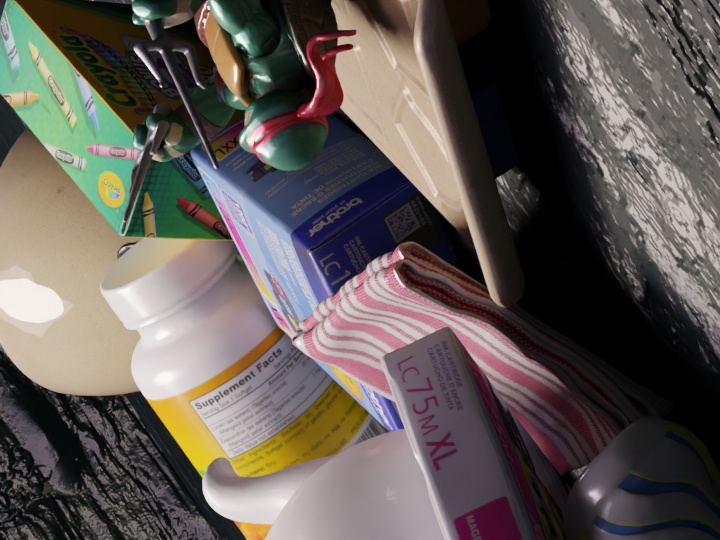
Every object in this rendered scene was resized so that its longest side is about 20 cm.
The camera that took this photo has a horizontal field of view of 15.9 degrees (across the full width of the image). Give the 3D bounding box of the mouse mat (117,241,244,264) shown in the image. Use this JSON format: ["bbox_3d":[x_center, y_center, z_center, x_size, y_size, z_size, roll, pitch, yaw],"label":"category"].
[{"bbox_3d":[-0.049,0.050,1.607,0.008,0.160,0.201,-72,-32,-42],"label":"mouse mat"}]

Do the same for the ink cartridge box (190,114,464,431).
[{"bbox_3d":[0.000,0.000,1.370,0.200,0.076,0.137,37,157,57],"label":"ink cartridge box"}]

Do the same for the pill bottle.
[{"bbox_3d":[-0.066,0.066,1.532,0.200,0.111,0.111,56,170,-17],"label":"pill bottle"}]

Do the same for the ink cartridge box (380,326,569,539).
[{"bbox_3d":[0.074,0.120,1.132,0.200,0.042,0.120,56,-168,-55],"label":"ink cartridge box"}]

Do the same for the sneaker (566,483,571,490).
[{"bbox_3d":[0.060,0.124,1.463,0.072,0.072,0.200,58,171,-16],"label":"sneaker"}]

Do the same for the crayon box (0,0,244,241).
[{"bbox_3d":[-0.125,-0.091,1.514,0.200,0.118,0.059,46,125,44],"label":"crayon box"}]

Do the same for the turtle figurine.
[{"bbox_3d":[-0.060,-0.101,1.060,0.150,0.100,0.201,103,155,-56],"label":"turtle figurine"}]

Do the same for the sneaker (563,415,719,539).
[{"bbox_3d":[0.155,0.134,1.098,0.105,0.076,0.200,38,173,30],"label":"sneaker"}]

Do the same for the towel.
[{"bbox_3d":[0.049,0.052,1.198,0.146,0.030,0.200,32,162,-7],"label":"towel"}]

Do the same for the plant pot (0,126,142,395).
[{"bbox_3d":[-0.131,-0.012,1.687,0.134,0.201,0.201,6,136,37],"label":"plant pot"}]

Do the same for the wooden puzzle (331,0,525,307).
[{"bbox_3d":[0.014,-0.106,1.098,0.200,0.046,0.186,54,169,40],"label":"wooden puzzle"}]

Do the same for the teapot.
[{"bbox_3d":[0.008,0.181,1.176,0.198,0.145,0.200,63,-172,-11],"label":"teapot"}]
